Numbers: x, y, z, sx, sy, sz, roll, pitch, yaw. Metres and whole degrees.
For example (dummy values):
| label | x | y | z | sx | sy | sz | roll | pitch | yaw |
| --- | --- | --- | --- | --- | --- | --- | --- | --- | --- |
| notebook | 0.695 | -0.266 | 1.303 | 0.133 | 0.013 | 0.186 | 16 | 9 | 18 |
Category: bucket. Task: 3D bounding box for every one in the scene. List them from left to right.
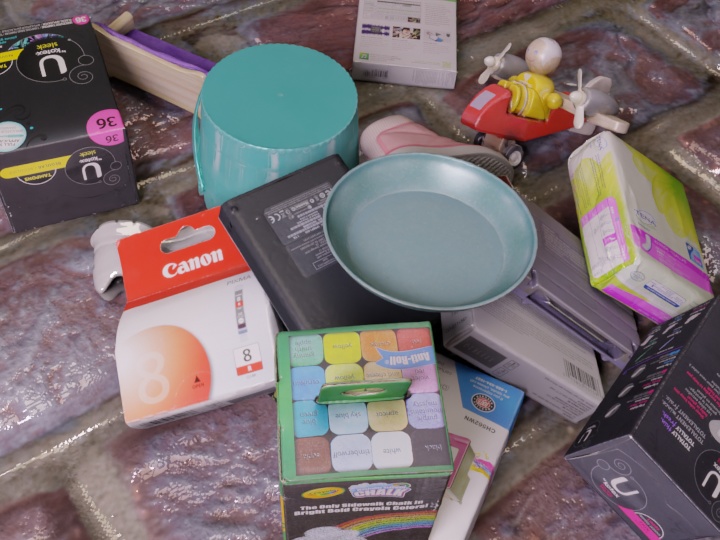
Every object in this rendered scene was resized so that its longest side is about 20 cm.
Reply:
| label | x | y | z | sx | sy | sz | roll | pitch | yaw |
| --- | --- | --- | --- | --- | --- | --- | --- | --- | --- |
| bucket | -0.095 | -0.155 | 1.019 | 0.205 | 0.135 | 0.209 | 3 | 52 | -4 |

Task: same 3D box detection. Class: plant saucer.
| label | x | y | z | sx | sy | sz | roll | pitch | yaw |
| --- | --- | --- | --- | --- | --- | --- | --- | --- | --- |
| plant saucer | 0.063 | -0.031 | 0.813 | 0.198 | 0.036 | 0.201 | 4 | 48 | -4 |

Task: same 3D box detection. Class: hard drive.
| label | x | y | z | sx | sy | sz | roll | pitch | yaw |
| --- | --- | --- | --- | --- | --- | --- | --- | --- | --- |
| hard drive | -0.026 | -0.004 | 0.836 | 0.139 | 0.033 | 0.201 | -26 | 73 | -26 |

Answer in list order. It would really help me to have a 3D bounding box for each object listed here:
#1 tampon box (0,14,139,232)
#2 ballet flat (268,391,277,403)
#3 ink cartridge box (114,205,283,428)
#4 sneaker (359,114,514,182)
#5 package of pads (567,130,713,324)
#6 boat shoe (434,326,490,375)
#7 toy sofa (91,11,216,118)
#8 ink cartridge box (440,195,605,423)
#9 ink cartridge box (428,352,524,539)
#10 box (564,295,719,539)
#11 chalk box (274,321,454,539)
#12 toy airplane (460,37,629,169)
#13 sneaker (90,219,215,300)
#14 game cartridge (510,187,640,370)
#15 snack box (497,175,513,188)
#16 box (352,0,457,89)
| label | x | y | z | sx | sy | sz | roll | pitch | yaw |
| --- | --- | --- | --- | --- | --- | --- | --- | --- | --- |
| tampon box | -0.356 | -0.171 | 1.012 | 0.149 | 0.127 | 0.201 | -16 | 56 | -16 |
| ballet flat | -0.105 | 0.070 | 0.889 | 0.199 | 0.075 | 0.074 | 33 | 56 | 19 |
| ink cartridge box | -0.162 | 0.035 | 0.852 | 0.161 | 0.050 | 0.202 | -17 | 75 | 10 |
| sneaker | 0.087 | -0.135 | 1.037 | 0.199 | 0.076 | 0.105 | 2 | 35 | -35 |
| package of pads | 0.309 | -0.044 | 0.976 | 0.154 | 0.068 | 0.201 | 27 | 45 | -29 |
| boat shoe | 0.147 | 0.030 | 0.951 | 0.067 | 0.072 | 0.201 | 42 | 53 | -12 |
| toy sofa | -0.242 | -0.262 | 1.112 | 0.199 | 0.098 | 0.083 | 25 | 55 | 15 |
| ink cartridge box | 0.158 | 0.038 | 0.887 | 0.199 | 0.043 | 0.175 | 31 | 39 | -30 |
| ink cartridge box | 0.048 | 0.180 | 0.809 | 0.144 | 0.085 | 0.201 | 23 | 55 | 12 |
| box | 0.307 | 0.141 | 0.830 | 0.122 | 0.106 | 0.200 | 46 | 58 | 0 |
| chalk box | -0.002 | 0.121 | 0.670 | 0.124 | 0.201 | 0.125 | -2 | 54 | -6 |
| toy airplane | 0.238 | -0.221 | 1.097 | 0.198 | 0.142 | 0.199 | 7 | 31 | 17 |
| sneaker | -0.192 | -0.004 | 0.945 | 0.198 | 0.075 | 0.088 | -4 | 61 | 2 |
| game cartridge | 0.216 | 0.010 | 0.915 | 0.199 | 0.038 | 0.130 | 33 | 35 | -29 |
| snack box | 0.074 | -0.061 | 1.003 | 0.198 | 0.072 | 0.024 | -11 | 52 | -13 |
| box | 0.065 | -0.340 | 1.241 | 0.143 | 0.036 | 0.201 | 6 | 54 | -1 |
